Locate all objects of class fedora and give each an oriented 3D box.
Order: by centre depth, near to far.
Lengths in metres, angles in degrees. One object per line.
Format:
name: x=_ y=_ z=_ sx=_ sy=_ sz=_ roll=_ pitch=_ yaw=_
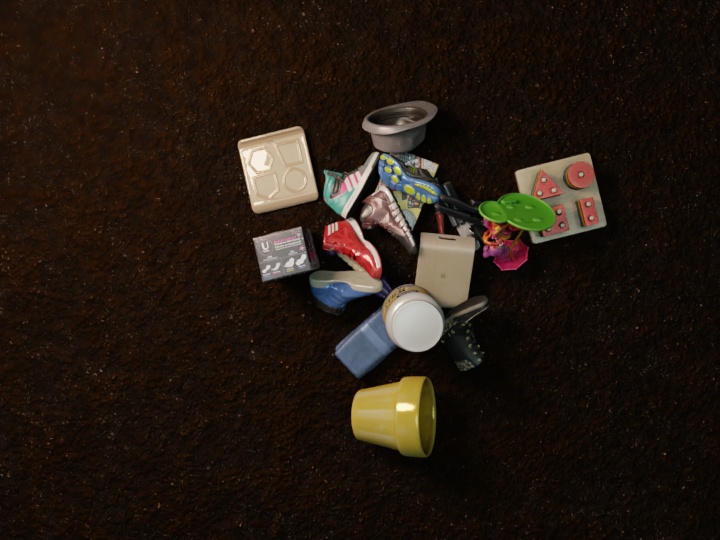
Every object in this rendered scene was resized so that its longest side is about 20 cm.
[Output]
fedora: x=0.105 y=-0.365 z=1.704 sx=0.199 sy=0.177 sz=0.091 roll=-22 pitch=125 yaw=-21

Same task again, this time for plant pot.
plant pot: x=0.085 y=0.377 z=1.695 sx=0.188 sy=0.201 sz=0.202 roll=-4 pitch=91 yaw=19

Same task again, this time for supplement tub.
supplement tub: x=0.130 y=0.118 z=1.625 sx=0.143 sy=0.200 sz=0.146 roll=0 pitch=97 yaw=-2

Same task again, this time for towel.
towel: x=0.034 y=0.189 z=1.755 sx=0.200 sy=0.049 sz=0.112 roll=-41 pitch=93 yaw=2

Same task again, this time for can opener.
can opener: x=0.273 y=-0.151 z=1.687 sx=0.199 sy=0.079 sz=0.064 roll=7 pitch=112 yaw=-30
can opener: x=0.268 y=-0.142 z=1.743 sx=0.066 sy=0.053 sz=0.201 roll=-31 pitch=91 yaw=-31

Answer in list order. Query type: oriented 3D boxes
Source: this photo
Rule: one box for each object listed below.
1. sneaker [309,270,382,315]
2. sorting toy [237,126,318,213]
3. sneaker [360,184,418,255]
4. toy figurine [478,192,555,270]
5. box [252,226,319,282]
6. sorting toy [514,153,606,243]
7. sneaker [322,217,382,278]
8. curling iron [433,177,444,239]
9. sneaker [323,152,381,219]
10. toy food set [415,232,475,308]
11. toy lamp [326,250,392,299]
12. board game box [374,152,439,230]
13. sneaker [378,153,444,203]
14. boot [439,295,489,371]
sneaker: x=-0.034 y=0.065 z=1.722 sx=0.198 sy=0.077 sz=0.112 roll=2 pitch=122 yaw=15
sorting toy: x=-0.221 y=-0.270 z=1.769 sx=0.184 sy=0.036 sz=0.201 roll=-13 pitch=95 yaw=3
sneaker: x=0.066 y=-0.112 z=1.708 sx=0.115 sy=0.076 sz=0.201 roll=-28 pitch=80 yaw=9
toy figurine: x=0.374 y=-0.080 z=1.673 sx=0.199 sy=0.151 sz=0.185 roll=-2 pitch=133 yaw=-15
box: x=-0.185 y=-0.043 z=1.686 sx=0.131 sy=0.200 sz=0.116 roll=-14 pitch=92 yaw=3
sorting toy: x=0.529 y=-0.190 z=1.712 sx=0.199 sy=0.070 sz=0.200 roll=-14 pitch=90 yaw=3
sneaker: x=-0.032 y=-0.045 z=1.688 sx=0.115 sy=0.079 sz=0.200 roll=-16 pitch=51 yaw=-24
curling iron: x=0.200 y=-0.144 z=1.736 sx=0.049 sy=0.026 sz=0.202 roll=0 pitch=102 yaw=7
sneaker: x=-0.036 y=-0.247 z=1.737 sx=0.120 sy=0.084 sz=0.201 roll=29 pitch=78 yaw=9
toy food set: x=0.218 y=0.005 z=1.730 sx=0.142 sy=0.060 sz=0.201 roll=6 pitch=108 yaw=2
toy lamp: x=0.000 y=0.000 z=1.750 sx=0.200 sy=0.058 sz=0.058 roll=39 pitch=93 yaw=3
board game box: x=0.111 y=-0.212 z=1.750 sx=0.135 sy=0.035 sz=0.201 roll=22 pitch=92 yaw=2
sneaker: x=0.130 y=-0.237 z=1.700 sx=0.199 sy=0.083 sz=0.071 roll=32 pitch=120 yaw=16
boot: x=0.286 y=0.164 z=1.701 sx=0.203 sy=0.073 sz=0.154 roll=-34 pitch=93 yaw=39
